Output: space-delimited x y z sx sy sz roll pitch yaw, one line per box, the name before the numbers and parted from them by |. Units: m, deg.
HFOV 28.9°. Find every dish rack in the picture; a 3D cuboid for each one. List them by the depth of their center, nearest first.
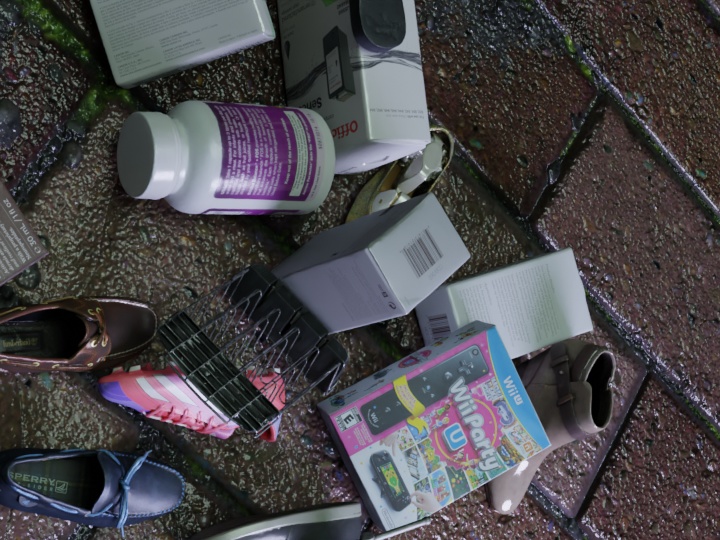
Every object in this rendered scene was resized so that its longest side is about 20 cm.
dish rack | -0.107 0.080 1.336 0.153 0.055 0.200 45 35 7

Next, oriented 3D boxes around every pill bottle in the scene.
pill bottle | -0.134 -0.111 1.383 0.200 0.112 0.113 -1 81 -36

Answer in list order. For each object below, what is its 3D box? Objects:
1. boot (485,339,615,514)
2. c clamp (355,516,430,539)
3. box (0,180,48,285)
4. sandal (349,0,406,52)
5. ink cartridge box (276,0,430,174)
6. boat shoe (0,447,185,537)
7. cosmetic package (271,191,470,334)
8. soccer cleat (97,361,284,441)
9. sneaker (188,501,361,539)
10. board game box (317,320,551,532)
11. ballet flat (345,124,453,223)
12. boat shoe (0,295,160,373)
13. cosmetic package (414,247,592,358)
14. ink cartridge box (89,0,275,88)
boot | 0.214 0.173 1.553 0.070 0.146 0.201 20 72 -33
c clamp | -0.012 0.347 1.372 0.170 0.027 0.201 -6 113 -24
box | -0.383 -0.001 1.208 0.200 0.075 0.100 -39 104 -32
sandal | 0.013 -0.320 1.392 0.076 0.043 0.201 -13 87 -35
ink cartridge box | -0.009 -0.214 1.471 0.084 0.145 0.201 -1 81 -35
boat shoe | -0.245 0.202 1.268 0.200 0.069 0.084 4 79 -35
cosmetic package | 0.000 0.000 1.403 0.113 0.200 0.081 -41 105 -37
soccer cleat | -0.159 0.128 1.350 0.200 0.067 0.077 4 83 -38
sneaker | -0.074 0.292 1.369 0.200 0.075 0.107 -3 83 -37
board game box | 0.077 0.163 1.465 0.200 0.064 0.148 -28 99 -12
ballet flat | 0.044 -0.086 1.535 0.071 0.071 0.200 44 59 -21
boat shoe | -0.267 0.060 1.281 0.200 0.070 0.071 -9 85 -38
cosmetic package | 0.163 0.047 1.589 0.200 0.071 0.102 -15 91 -36
ink cartridge box | -0.189 -0.298 1.363 0.050 0.160 0.201 -16 89 -81
